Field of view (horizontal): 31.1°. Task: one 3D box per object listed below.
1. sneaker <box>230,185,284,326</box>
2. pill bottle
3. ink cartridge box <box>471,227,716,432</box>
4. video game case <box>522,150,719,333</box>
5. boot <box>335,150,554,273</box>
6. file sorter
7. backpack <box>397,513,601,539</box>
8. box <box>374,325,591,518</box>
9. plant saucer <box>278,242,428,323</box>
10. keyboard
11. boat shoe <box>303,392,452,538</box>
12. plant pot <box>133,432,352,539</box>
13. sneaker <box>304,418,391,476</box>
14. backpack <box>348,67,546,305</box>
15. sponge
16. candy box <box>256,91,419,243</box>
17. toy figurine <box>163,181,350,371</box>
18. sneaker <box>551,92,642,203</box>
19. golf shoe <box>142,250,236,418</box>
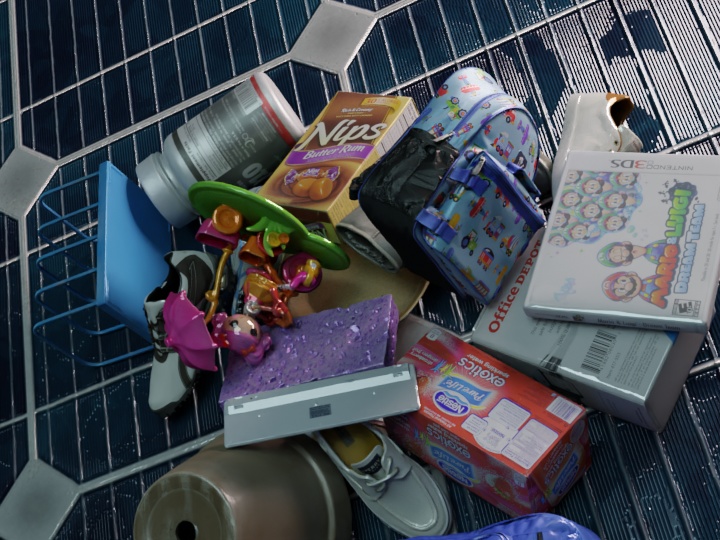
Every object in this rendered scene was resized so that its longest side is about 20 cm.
[{"bbox_3d":[-0.125,-0.004,1.549,0.072,0.072,0.201,-26,54,52],"label":"sneaker"},{"bbox_3d":[-0.172,-0.146,1.614,0.199,0.114,0.114,-34,53,6],"label":"pill bottle"},{"bbox_3d":[0.236,0.055,1.314,0.199,0.086,0.147,19,71,35],"label":"ink cartridge box"},{"bbox_3d":[0.272,-0.034,1.286,0.181,0.024,0.201,5,58,27],"label":"video game case"},{"bbox_3d":[0.096,-0.074,1.432,0.181,0.073,0.200,24,54,38],"label":"boot"},{"bbox_3d":[-0.319,0.000,1.595,0.122,0.139,0.201,-19,56,20],"label":"file sorter"},{"bbox_3d":[0.132,0.310,1.177,0.199,0.168,0.164,-13,70,18],"label":"backpack"},{"bbox_3d":[0.122,0.155,1.296,0.199,0.096,0.100,28,58,35],"label":"box"},{"bbox_3d":[0.000,0.000,1.495,0.199,0.035,0.201,-12,59,21],"label":"plant saucer"},{"bbox_3d":[-0.040,0.135,1.289,0.199,0.011,0.057,-12,54,6],"label":"keyboard"},{"bbox_3d":[0.014,0.198,1.311,0.071,0.070,0.200,-42,82,2],"label":"boat shoe"},{"bbox_3d":[-0.131,0.255,1.296,0.199,0.173,0.202,-3,83,23],"label":"plant pot"},{"bbox_3d":[-0.061,0.189,1.396,0.199,0.075,0.091,-23,52,15],"label":"sneaker"},{"bbox_3d":[0.112,-0.092,1.309,0.134,0.183,0.200,29,77,37],"label":"backpack"},{"bbox_3d":[-0.056,0.093,1.409,0.199,0.030,0.112,-14,38,19],"label":"sponge"},{"bbox_3d":[-0.025,-0.126,1.529,0.116,0.057,0.200,10,51,36],"label":"candy box"},{"bbox_3d":[-0.133,0.030,1.421,0.199,0.150,0.185,25,71,-9],"label":"toy figurine"},{"bbox_3d":[0.259,-0.113,1.405,0.084,0.073,0.201,-3,61,28],"label":"sneaker"},{"bbox_3d":[-0.223,0.069,1.510,0.078,0.094,0.201,18,89,53],"label":"golf shoe"}]
